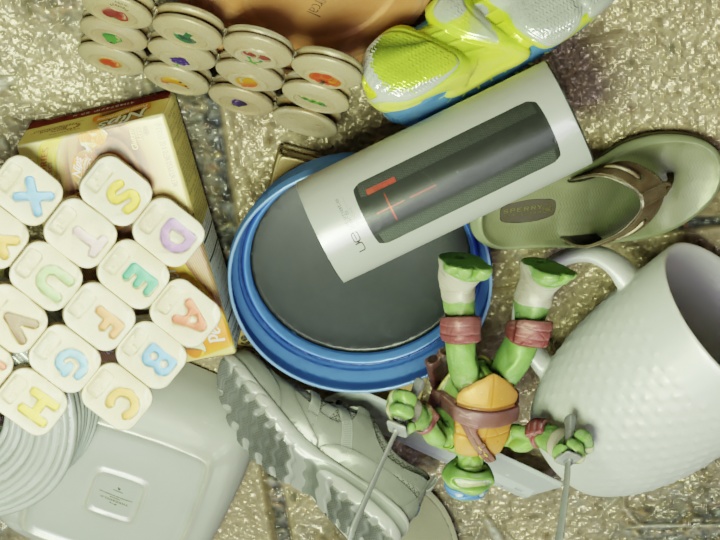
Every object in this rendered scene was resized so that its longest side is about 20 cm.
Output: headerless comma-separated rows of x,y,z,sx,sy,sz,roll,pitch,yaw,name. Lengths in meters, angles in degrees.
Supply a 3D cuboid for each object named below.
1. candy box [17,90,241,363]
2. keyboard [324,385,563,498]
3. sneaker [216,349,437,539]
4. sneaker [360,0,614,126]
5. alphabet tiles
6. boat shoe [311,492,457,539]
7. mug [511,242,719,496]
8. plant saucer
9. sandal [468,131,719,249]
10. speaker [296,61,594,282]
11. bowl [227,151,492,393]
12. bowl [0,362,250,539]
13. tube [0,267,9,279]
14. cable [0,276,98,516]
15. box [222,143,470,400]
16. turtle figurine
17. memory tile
-0.171,-0.024,1.495,0.115,0.055,0.201,-11,114,9,candy box
0.068,0.139,1.598,0.200,0.011,0.056,26,151,-18,keyboard
-0.029,0.130,1.549,0.200,0.082,0.075,43,147,8,sneaker
0.090,-0.164,1.416,0.200,0.076,0.105,-23,163,-6,sneaker
-0.209,0.018,1.442,0.195,0.015,0.200,39,90,-14,alphabet tiles
0.012,0.197,1.645,0.063,0.073,0.200,5,142,51,boat shoe
0.203,0.069,1.508,0.200,0.148,0.175,48,120,-1,mug
-0.029,-0.208,1.363,0.200,0.032,0.201,-8,140,-7,plant saucer
0.177,-0.047,1.453,0.200,0.057,0.080,-13,113,-16,sandal
0.057,-0.068,1.392,0.200,0.081,0.081,-25,118,4,speaker
0.000,0.000,1.498,0.200,0.039,0.201,0,122,0,bowl
-0.195,0.161,1.609,0.199,0.075,0.200,20,119,-8,bowl
-0.371,0.007,1.540,0.199,0.058,0.052,4,166,3,tube
-0.299,0.094,1.505,0.199,0.069,0.201,6,114,5,cable
-0.007,0.010,1.540,0.163,0.021,0.200,13,120,-7,box
0.098,0.095,1.433,0.144,0.200,0.195,11,105,18,turtle figurine
-0.102,-0.146,1.396,0.199,0.017,0.153,16,165,-7,memory tile
